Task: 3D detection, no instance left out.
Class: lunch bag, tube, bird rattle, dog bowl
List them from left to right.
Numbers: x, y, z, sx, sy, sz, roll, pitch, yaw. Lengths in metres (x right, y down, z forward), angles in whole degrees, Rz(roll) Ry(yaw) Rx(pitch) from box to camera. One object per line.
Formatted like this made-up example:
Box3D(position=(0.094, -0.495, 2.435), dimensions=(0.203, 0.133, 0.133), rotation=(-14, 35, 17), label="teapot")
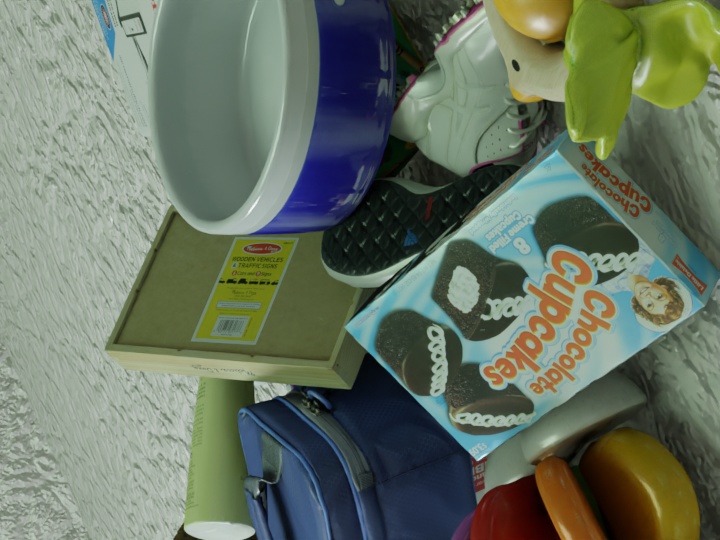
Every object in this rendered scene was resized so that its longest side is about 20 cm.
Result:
Box3D(position=(-0.096, 0.091, 1.280), dimensions=(0.058, 0.052, 0.201), rotation=(-25, 55, 43), label="tube")
Box3D(position=(-0.060, -0.122, 1.134), dimensions=(0.200, 0.078, 0.201), rotation=(0, 90, 60), label="dog bowl")
Box3D(position=(-0.006, 0.160, 1.201), dimensions=(0.136, 0.132, 0.201), rotation=(33, 141, 55), label="lunch bag")
Box3D(position=(0.097, -0.155, 0.870), dimensions=(0.163, 0.112, 0.201), rotation=(-12, 100, 66), label="bird rattle")

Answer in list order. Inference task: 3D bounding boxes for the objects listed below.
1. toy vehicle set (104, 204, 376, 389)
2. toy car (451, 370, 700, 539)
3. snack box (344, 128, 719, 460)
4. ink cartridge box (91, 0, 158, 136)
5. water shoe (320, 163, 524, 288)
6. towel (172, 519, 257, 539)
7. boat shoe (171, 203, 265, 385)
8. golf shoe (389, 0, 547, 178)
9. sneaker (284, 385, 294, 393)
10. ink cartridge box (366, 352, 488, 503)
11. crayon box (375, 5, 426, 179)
Box3D(position=(-0.072, 0.014, 1.212), dimensions=(0.199, 0.125, 0.027), rotation=(3, 148, 36), label="toy vehicle set")
Box3D(position=(0.125, 0.172, 1.097), dimensions=(0.176, 0.149, 0.200), rotation=(61, 159, 15), label="toy car")
Box3D(position=(0.093, 0.017, 1.008), dimensions=(0.116, 0.037, 0.200), rotation=(45, 132, -4), label="snack box")
Box3D(position=(-0.145, -0.192, 1.491), dimensions=(0.200, 0.084, 0.147), rotation=(10, 120, 67), label="ink cartridge box")
Box3D(position=(0.056, -0.015, 1.101), dimensions=(0.200, 0.079, 0.072), rotation=(-4, 65, 50), label="water shoe")
Box3D(position=(-0.038, 0.222, 1.336), dimensions=(0.199, 0.147, 0.022), rotation=(29, 114, -1), label="towel")
Box3D(position=(-0.123, 0.017, 1.527), dimensions=(0.200, 0.066, 0.074), rotation=(-109, 33, -43), label="boat shoe")
Box3D(position=(0.083, -0.113, 1.044), dimensions=(0.092, 0.075, 0.200), rotation=(44, 156, 3), label="golf shoe")
Box3D(position=(-0.031, 0.061, 1.495), dimensions=(0.200, 0.080, 0.089), rotation=(42, 133, 45), label="sneaker")
Box3D(position=(0.067, 0.147, 1.313), dimensions=(0.144, 0.083, 0.201), rotation=(46, 152, 43), label="ink cartridge box")
Box3D(position=(-0.030, -0.152, 1.234), dimensions=(0.201, 0.058, 0.119), rotation=(61, 140, 16), label="crayon box")
